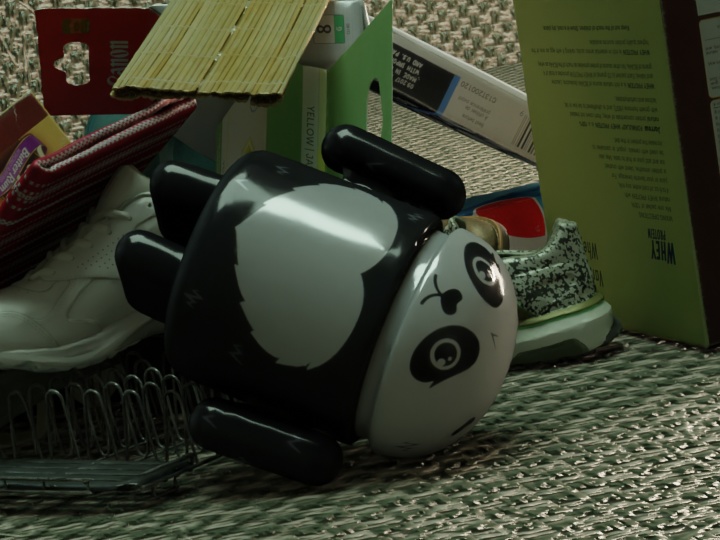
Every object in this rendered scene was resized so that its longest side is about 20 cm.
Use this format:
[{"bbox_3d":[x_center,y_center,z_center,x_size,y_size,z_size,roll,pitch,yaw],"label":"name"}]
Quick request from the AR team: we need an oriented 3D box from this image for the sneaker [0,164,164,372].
[{"bbox_3d":[-0.138,-0.005,1.399,0.199,0.100,0.078,-15,11,-26],"label":"sneaker"}]

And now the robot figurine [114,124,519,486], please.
[{"bbox_3d":[-0.020,0.014,1.281,0.199,0.151,0.125,22,19,10],"label":"robot figurine"}]

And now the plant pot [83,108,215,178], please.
[{"bbox_3d":[-0.092,-0.077,1.775,0.199,0.201,0.188,-10,0,-6],"label":"plant pot"}]

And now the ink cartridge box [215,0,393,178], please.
[{"bbox_3d":[-0.036,-0.055,1.491,0.048,0.146,0.200,8,-23,-17],"label":"ink cartridge box"}]

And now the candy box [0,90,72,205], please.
[{"bbox_3d":[-0.230,-0.035,1.524,0.117,0.057,0.200,-40,1,-13],"label":"candy box"}]

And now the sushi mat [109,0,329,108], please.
[{"bbox_3d":[-0.073,-0.136,1.472,0.095,0.012,0.200,5,27,8],"label":"sushi mat"}]

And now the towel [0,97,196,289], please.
[{"bbox_3d":[-0.185,-0.020,1.427,0.200,0.023,0.145,-45,-7,37],"label":"towel"}]

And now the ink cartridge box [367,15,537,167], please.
[{"bbox_3d":[0.052,-0.124,1.756,0.198,0.044,0.200,25,4,-20],"label":"ink cartridge box"}]

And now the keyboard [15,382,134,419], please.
[{"bbox_3d":[-0.144,0.067,1.580,0.199,0.021,0.127,-9,9,-6],"label":"keyboard"}]

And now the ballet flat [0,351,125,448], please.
[{"bbox_3d":[-0.178,0.058,1.488,0.199,0.064,0.067,-24,21,-30],"label":"ballet flat"}]

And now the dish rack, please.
[{"bbox_3d":[-0.114,0.075,1.367,0.153,0.055,0.200,-4,10,37],"label":"dish rack"}]

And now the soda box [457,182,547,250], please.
[{"bbox_3d":[0.086,-0.016,1.728,0.199,0.064,0.068,-15,10,-29],"label":"soda box"}]

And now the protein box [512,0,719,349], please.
[{"bbox_3d":[0.202,-0.074,1.519,0.134,0.201,0.198,-12,9,-20],"label":"protein box"}]

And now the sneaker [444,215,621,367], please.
[{"bbox_3d":[0.046,0.013,1.488,0.199,0.089,0.077,-9,8,5],"label":"sneaker"}]

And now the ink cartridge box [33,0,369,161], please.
[{"bbox_3d":[-0.099,-0.112,1.600,0.199,0.050,0.161,-3,-21,-6],"label":"ink cartridge box"}]

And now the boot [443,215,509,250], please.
[{"bbox_3d":[0.000,0.000,1.605,0.199,0.074,0.075,-12,-31,37],"label":"boot"}]
